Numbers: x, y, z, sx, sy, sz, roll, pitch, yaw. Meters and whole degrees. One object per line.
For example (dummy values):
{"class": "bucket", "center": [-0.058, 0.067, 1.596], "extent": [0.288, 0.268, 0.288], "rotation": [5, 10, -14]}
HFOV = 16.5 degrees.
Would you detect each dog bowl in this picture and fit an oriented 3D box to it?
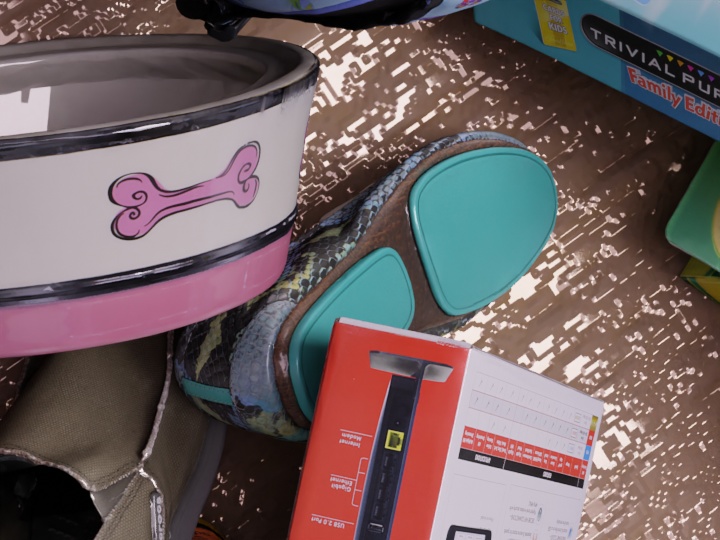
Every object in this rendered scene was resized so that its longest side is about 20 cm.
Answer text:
{"class": "dog bowl", "center": [-0.110, -0.027, 0.828], "extent": [0.199, 0.200, 0.074], "rotation": [-9, 105, -17]}

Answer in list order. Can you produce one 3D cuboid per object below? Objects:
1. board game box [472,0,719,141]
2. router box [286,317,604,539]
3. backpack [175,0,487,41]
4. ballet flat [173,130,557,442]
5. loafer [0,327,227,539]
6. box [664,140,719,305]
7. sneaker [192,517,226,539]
{"class": "board game box", "center": [0.164, -0.111, 0.903], "extent": [0.200, 0.047, 0.151], "rotation": [29, 59, 28]}
{"class": "router box", "center": [0.024, 0.119, 0.863], "extent": [0.049, 0.200, 0.180], "rotation": [11, 85, 19]}
{"class": "backpack", "center": [0.020, -0.151, 0.786], "extent": [0.182, 0.200, 0.135], "rotation": [-21, 106, -13]}
{"class": "ballet flat", "center": [0.000, 0.000, 0.908], "extent": [0.200, 0.074, 0.074], "rotation": [-33, 101, -52]}
{"class": "loafer", "center": [-0.094, 0.071, 0.844], "extent": [0.075, 0.200, 0.070], "rotation": [-17, 137, 20]}
{"class": "box", "center": [0.219, -0.005, 0.999], "extent": [0.200, 0.048, 0.118], "rotation": [35, 81, -16]}
{"class": "sneaker", "center": [-0.054, 0.185, 0.890], "extent": [0.070, 0.090, 0.201], "rotation": [-12, 93, -17]}
